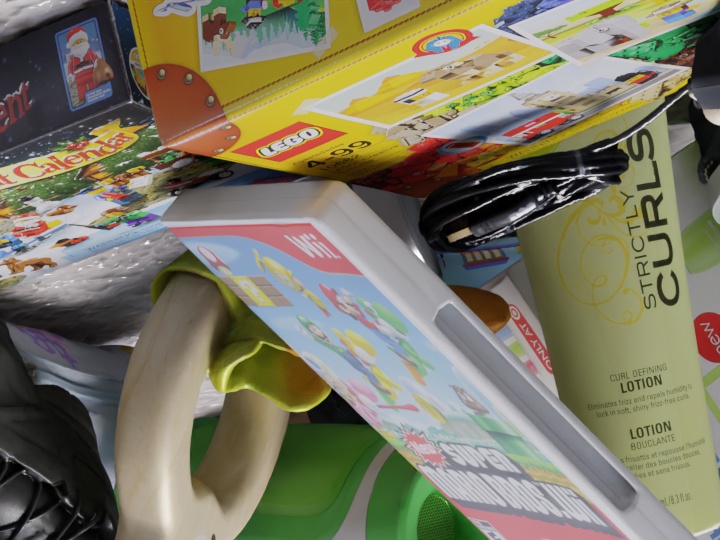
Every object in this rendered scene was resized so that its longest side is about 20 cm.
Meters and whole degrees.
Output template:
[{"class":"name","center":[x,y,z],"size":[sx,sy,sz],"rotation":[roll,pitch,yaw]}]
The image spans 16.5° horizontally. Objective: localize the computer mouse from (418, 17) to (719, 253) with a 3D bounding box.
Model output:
[{"class":"computer mouse","center":[0.099,-0.043,0.742],"size":[0.200,0.034,0.058],"rotation":[-29,158,35]}]

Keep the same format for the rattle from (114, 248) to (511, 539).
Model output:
[{"class":"rattle","center":[-0.030,0.097,0.977],"size":[0.142,0.201,0.130],"rotation":[12,174,4]}]

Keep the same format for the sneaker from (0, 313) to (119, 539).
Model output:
[{"class":"sneaker","center":[-0.142,0.076,0.979],"size":[0.076,0.091,0.200],"rotation":[-37,150,6]}]

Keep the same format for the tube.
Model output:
[{"class":"tube","center":[0.090,0.000,0.912],"size":[0.052,0.201,0.058],"rotation":[-8,-176,44]}]

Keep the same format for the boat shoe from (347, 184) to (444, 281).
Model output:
[{"class":"boat shoe","center":[0.000,0.000,1.066],"size":[0.065,0.074,0.200],"rotation":[-18,165,0]}]

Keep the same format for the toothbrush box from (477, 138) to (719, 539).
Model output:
[{"class":"toothbrush box","center":[0.150,0.026,1.030],"size":[0.200,0.146,0.086],"rotation":[-32,176,-30]}]

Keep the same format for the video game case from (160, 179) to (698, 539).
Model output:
[{"class":"video game case","center":[0.028,0.044,0.855],"size":[0.017,0.200,0.143],"rotation":[-50,-161,-15]}]

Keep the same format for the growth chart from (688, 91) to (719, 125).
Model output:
[{"class":"growth chart","center":[0.175,-0.092,0.835],"size":[0.144,0.018,0.200],"rotation":[-23,-170,21]}]

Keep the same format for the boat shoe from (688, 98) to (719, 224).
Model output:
[{"class":"boat shoe","center":[0.203,-0.090,0.940],"size":[0.200,0.061,0.075],"rotation":[-34,144,28]}]

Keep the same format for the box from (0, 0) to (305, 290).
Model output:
[{"class":"box","center":[-0.135,-0.031,0.894],"size":[0.199,0.038,0.136],"rotation":[-20,165,22]}]

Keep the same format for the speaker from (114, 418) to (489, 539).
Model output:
[{"class":"speaker","center":[-0.023,0.108,1.087],"size":[0.088,0.089,0.199],"rotation":[-1,179,-41]}]

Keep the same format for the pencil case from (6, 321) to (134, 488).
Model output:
[{"class":"pencil case","center":[-0.156,0.063,1.146],"size":[0.090,0.083,0.200],"rotation":[-32,161,14]}]

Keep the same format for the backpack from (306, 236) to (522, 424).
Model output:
[{"class":"backpack","center":[0.072,0.096,1.240],"size":[0.182,0.201,0.134],"rotation":[-3,162,-34]}]

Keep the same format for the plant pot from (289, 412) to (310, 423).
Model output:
[{"class":"plant pot","center":[-0.058,0.164,1.482],"size":[0.200,0.188,0.186],"rotation":[-40,154,29]}]

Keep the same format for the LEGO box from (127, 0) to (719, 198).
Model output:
[{"class":"LEGO box","center":[0.053,-0.097,0.737],"size":[0.199,0.078,0.149],"rotation":[-22,164,30]}]
